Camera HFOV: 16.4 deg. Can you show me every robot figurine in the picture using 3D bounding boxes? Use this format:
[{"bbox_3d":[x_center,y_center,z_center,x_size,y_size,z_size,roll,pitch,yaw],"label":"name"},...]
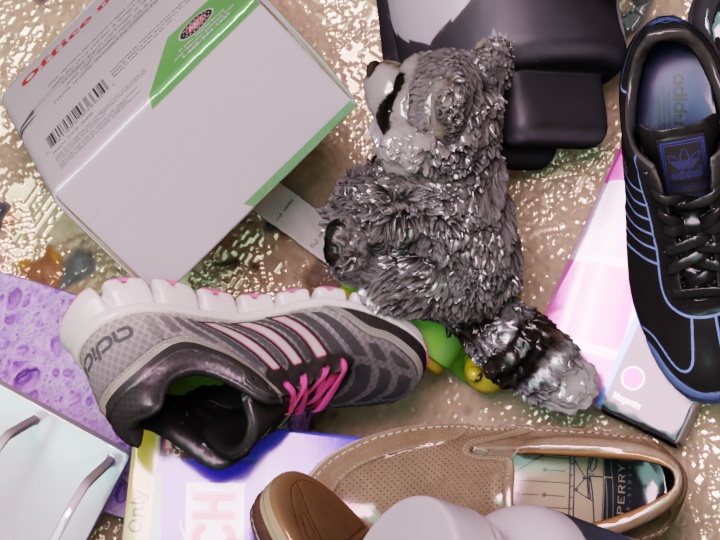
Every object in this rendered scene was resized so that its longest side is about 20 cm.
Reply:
[{"bbox_3d":[0.072,-0.156,1.335,0.150,0.125,0.201,-11,80,10],"label":"robot figurine"}]

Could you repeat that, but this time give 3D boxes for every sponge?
[{"bbox_3d":[-0.128,0.080,1.391,0.199,0.030,0.112,16,86,14],"label":"sponge"}]

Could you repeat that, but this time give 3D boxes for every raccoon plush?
[{"bbox_3d":[0.074,-0.032,1.271,0.200,0.097,0.134,32,132,-14],"label":"raccoon plush"}]

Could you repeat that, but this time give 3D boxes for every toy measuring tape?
[{"bbox_3d":[0.000,0.000,1.356,0.200,0.074,0.074,38,91,14],"label":"toy measuring tape"}]

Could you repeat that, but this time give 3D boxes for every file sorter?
[{"bbox_3d":[-0.244,0.113,1.288,0.200,0.125,0.139,28,93,2],"label":"file sorter"}]

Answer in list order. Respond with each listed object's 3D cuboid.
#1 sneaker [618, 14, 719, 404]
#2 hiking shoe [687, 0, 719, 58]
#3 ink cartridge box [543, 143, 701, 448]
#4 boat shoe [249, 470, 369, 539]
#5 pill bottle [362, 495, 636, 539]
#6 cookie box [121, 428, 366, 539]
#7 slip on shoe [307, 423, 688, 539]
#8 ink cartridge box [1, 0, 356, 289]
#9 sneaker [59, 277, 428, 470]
[{"bbox_3d":[0.165,-0.031,1.283,0.070,0.078,0.201,-10,86,8],"label":"sneaker"},{"bbox_3d":[0.266,-0.115,1.297,0.199,0.101,0.076,21,77,12],"label":"hiking shoe"},{"bbox_3d":[0.169,-0.015,1.342,0.094,0.037,0.201,24,85,14],"label":"ink cartridge box"},{"bbox_3d":[-0.008,0.195,1.233,0.072,0.072,0.200,-26,103,27],"label":"boat shoe"},{"bbox_3d":[0.096,0.179,1.196,0.200,0.119,0.120,22,85,-30],"label":"pill bottle"},{"bbox_3d":[-0.028,0.170,1.311,0.199,0.075,0.172,6,82,-2],"label":"cookie box"},{"bbox_3d":[0.066,0.114,1.256,0.199,0.061,0.076,0,82,-4],"label":"slip on shoe"},{"bbox_3d":[-0.101,-0.091,1.324,0.146,0.200,0.084,-44,114,3],"label":"ink cartridge box"},{"bbox_3d":[-0.051,0.059,1.256,0.074,0.199,0.088,-55,41,40],"label":"sneaker"}]
